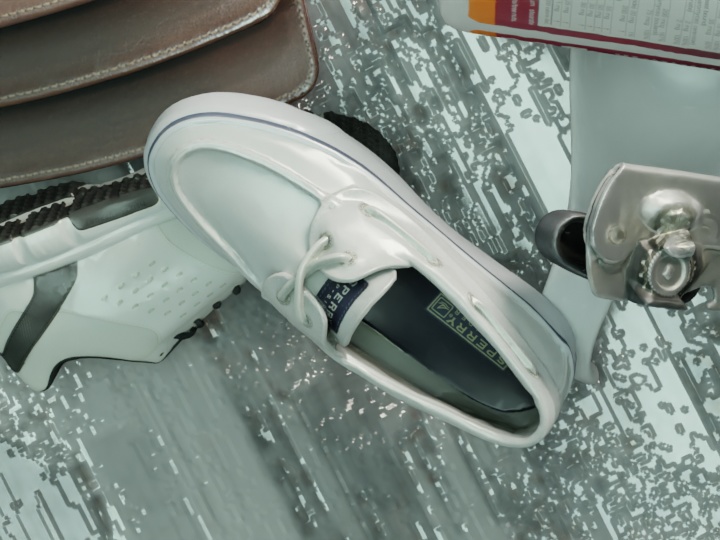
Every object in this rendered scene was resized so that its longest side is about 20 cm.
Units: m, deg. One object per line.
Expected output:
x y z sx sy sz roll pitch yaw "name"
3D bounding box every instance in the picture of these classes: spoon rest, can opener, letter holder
0.118 -0.048 1.124 0.099 0.061 0.200 23 97 7 "spoon rest"
0.164 -0.008 1.091 0.200 0.067 0.054 7 95 -30 "can opener"
-0.132 -0.115 1.134 0.199 0.101 0.143 -14 86 10 "letter holder"

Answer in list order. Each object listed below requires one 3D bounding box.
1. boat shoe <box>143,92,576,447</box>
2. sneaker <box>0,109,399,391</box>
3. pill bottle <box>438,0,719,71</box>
0.000 0.000 1.081 0.200 0.065 0.074 30 115 -4 "boat shoe"
-0.074 -0.009 1.161 0.199 0.074 0.080 -17 108 12 "sneaker"
0.136 -0.133 1.059 0.199 0.110 0.110 9 94 7 "pill bottle"
